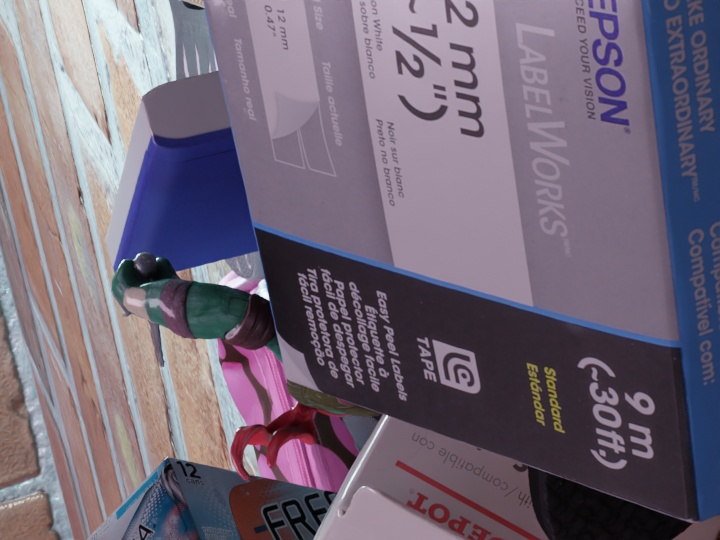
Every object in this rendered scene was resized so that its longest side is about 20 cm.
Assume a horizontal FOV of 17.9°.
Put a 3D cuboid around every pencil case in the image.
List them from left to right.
[{"bbox_3d":[-0.023,0.089,1.136,0.094,0.091,0.200,-11,-100,-68],"label":"pencil case"}]

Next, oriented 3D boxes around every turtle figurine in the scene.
[{"bbox_3d":[0.000,0.000,0.817,0.101,0.150,0.200,59,152,14],"label":"turtle figurine"}]

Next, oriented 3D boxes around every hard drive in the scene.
[{"bbox_3d":[-0.026,-0.043,0.878,0.200,0.132,0.025,126,128,-74],"label":"hard drive"}]

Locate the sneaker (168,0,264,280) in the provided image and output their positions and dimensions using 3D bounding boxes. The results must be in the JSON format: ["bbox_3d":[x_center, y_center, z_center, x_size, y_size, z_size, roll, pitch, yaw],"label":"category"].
[{"bbox_3d":[-0.041,-0.095,1.008,0.073,0.071,0.200,30,130,57],"label":"sneaker"}]

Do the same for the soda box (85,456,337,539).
[{"bbox_3d":[-0.021,0.136,0.961,0.068,0.200,0.064,-45,52,25],"label":"soda box"}]

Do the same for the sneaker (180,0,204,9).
[{"bbox_3d":[-0.057,-0.125,0.907,0.200,0.074,0.080,2,121,46],"label":"sneaker"}]

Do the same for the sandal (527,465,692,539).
[{"bbox_3d":[0.077,-0.008,0.644,0.045,0.075,0.200,-134,37,-57],"label":"sandal"}]

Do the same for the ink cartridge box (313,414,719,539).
[{"bbox_3d":[0.048,0.096,0.780,0.117,0.067,0.200,29,160,2],"label":"ink cartridge box"}]

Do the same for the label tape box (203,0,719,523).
[{"bbox_3d":[0.059,-0.023,0.531,0.200,0.066,0.143,18,130,40],"label":"label tape box"}]

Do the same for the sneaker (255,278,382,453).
[{"bbox_3d":[0.013,0.059,0.965,0.200,0.075,0.114,-152,49,-68],"label":"sneaker"}]
